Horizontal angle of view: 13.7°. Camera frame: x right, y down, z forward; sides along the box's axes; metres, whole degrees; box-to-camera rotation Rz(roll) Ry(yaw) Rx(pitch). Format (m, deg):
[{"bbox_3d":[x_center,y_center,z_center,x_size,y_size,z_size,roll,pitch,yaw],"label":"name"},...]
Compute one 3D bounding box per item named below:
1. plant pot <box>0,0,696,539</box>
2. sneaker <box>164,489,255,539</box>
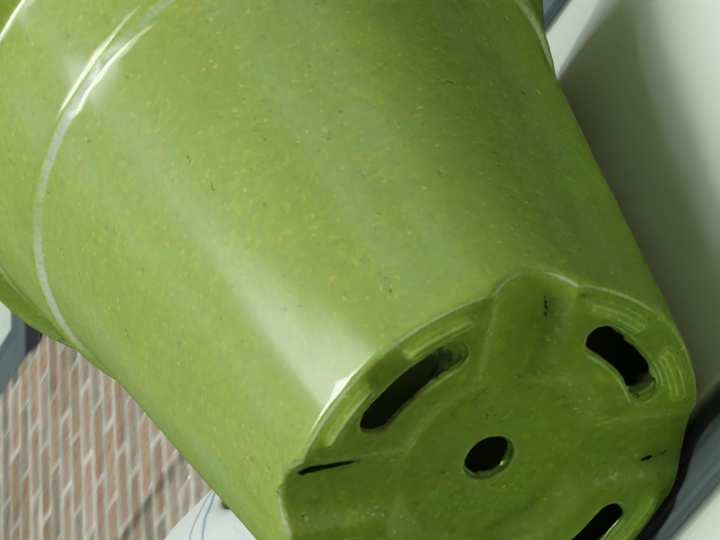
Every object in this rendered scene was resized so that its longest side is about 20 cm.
[{"bbox_3d":[0.000,0.000,0.855,0.201,0.199,0.190,-61,37,23],"label":"plant pot"},{"bbox_3d":[-0.031,0.119,0.955,0.087,0.074,0.200,-62,25,11],"label":"sneaker"}]
